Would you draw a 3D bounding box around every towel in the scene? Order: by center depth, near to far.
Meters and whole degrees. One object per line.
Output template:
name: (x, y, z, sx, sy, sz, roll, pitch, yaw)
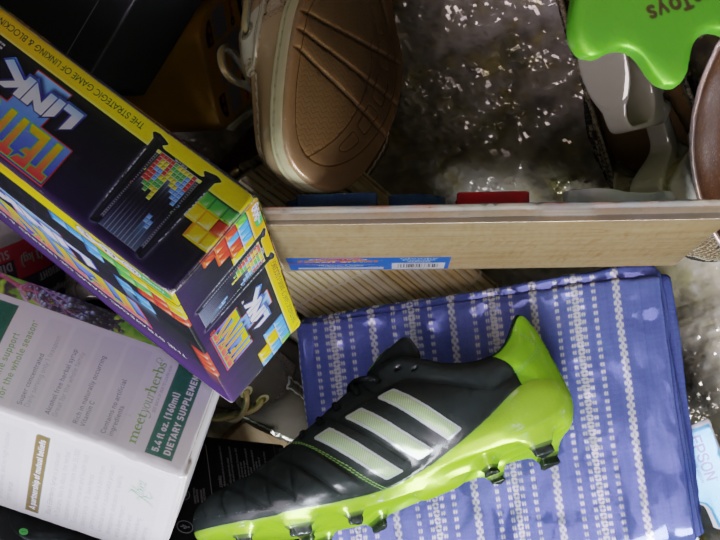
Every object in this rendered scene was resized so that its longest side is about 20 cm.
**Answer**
towel: (0.071, 0.080, 0.844, 0.199, 0.024, 0.146, -9, 89, 11)

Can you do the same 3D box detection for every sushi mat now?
sushi mat: (0.000, 0.000, 0.847, 0.095, 0.012, 0.200, -26, 137, 29)

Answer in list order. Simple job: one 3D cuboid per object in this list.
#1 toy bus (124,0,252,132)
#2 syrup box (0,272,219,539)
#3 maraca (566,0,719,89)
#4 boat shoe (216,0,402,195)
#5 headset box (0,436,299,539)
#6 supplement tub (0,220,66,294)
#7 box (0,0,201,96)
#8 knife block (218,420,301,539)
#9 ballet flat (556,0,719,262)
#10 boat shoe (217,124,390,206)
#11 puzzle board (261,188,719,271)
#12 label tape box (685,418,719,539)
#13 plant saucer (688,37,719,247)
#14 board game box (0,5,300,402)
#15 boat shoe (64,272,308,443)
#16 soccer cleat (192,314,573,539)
toy bus: (-0.156, -0.110, 0.856, 0.199, 0.078, 0.065, 0, 119, 19)
syrup box: (-0.173, 0.059, 0.792, 0.199, 0.079, 0.082, 20, 138, -2)
maraca: (0.112, -0.177, 0.685, 0.136, 0.107, 0.201, -22, 87, -11)
boat shoe: (-0.024, -0.116, 0.748, 0.062, 0.201, 0.073, -18, 139, 34)
headset box: (-0.133, 0.169, 0.827, 0.199, 0.175, 0.093, 8, 125, -19)
supplement tub: (-0.205, 0.032, 0.919, 0.139, 0.141, 0.201, 1, 119, 19)
box: (-0.116, -0.200, 0.743, 0.141, 0.079, 0.201, 38, 107, 12)
knife block: (-0.006, 0.191, 0.968, 0.175, 0.064, 0.201, 16, 123, 24)
ballet flat: (0.133, -0.076, 0.774, 0.067, 0.075, 0.201, -15, 113, 25)
boat shoe: (-0.049, -0.031, 0.875, 0.070, 0.071, 0.200, 29, 136, -31)
puzzle board: (0.058, -0.018, 0.749, 0.198, 0.151, 0.018, 0, 83, 2)
label tape box: (0.127, 0.151, 0.916, 0.199, 0.066, 0.144, -18, 112, 23)
plant saucer: (0.250, -0.067, 0.743, 0.199, 0.035, 0.202, 2, 115, 5)
board game box: (-0.127, -0.039, 0.723, 0.200, 0.057, 0.165, 37, 166, 16)
boat shoe: (-0.080, 0.046, 0.866, 0.072, 0.061, 0.202, -24, 130, 33)
soccer cleat: (0.007, 0.084, 0.813, 0.199, 0.068, 0.081, -19, 69, 0)
